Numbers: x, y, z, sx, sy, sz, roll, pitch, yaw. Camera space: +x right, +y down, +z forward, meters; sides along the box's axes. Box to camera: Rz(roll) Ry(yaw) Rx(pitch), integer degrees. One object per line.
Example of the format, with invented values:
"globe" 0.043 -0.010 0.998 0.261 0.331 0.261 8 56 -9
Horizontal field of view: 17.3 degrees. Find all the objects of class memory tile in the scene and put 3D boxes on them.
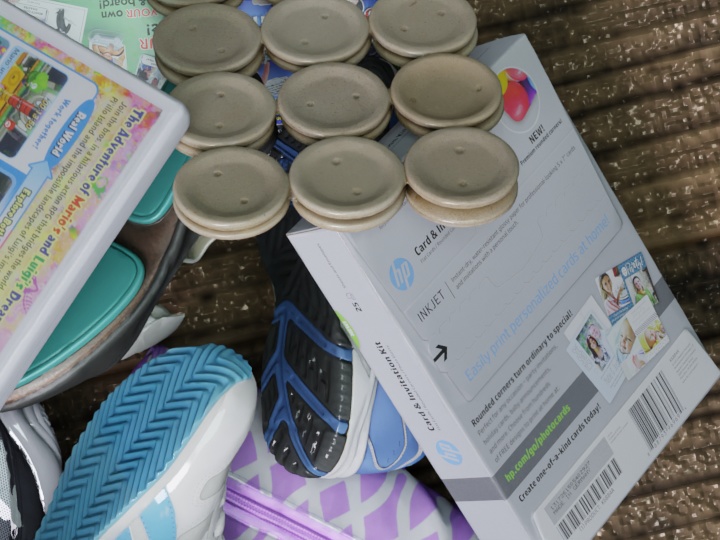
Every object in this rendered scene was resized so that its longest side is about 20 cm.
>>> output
"memory tile" -0.016 -0.088 1.061 0.153 0.200 0.017 -6 135 -6

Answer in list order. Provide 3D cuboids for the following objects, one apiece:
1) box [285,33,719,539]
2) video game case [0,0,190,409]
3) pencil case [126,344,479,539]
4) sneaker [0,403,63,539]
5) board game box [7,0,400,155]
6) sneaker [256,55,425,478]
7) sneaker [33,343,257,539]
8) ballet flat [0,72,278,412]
"box" 0.071 0.017 1.093 0.156 0.041 0.200 -46 114 -35
"video game case" -0.200 -0.029 1.007 0.182 0.024 0.200 30 79 13
"pencil case" -0.036 0.109 1.124 0.200 0.085 0.084 26 91 -6
"sneaker" -0.215 0.063 1.085 0.075 0.114 0.200 -25 86 40
"board game box" -0.079 -0.087 1.144 0.199 0.029 0.135 -5 93 -5
"sneaker" 0.000 0.000 1.112 0.077 0.076 0.201 12 79 -41
"sneaker" -0.093 0.120 1.056 0.081 0.077 0.200 20 113 -27
"ballet flat" -0.100 -0.007 1.091 0.068 0.068 0.200 30 79 38
